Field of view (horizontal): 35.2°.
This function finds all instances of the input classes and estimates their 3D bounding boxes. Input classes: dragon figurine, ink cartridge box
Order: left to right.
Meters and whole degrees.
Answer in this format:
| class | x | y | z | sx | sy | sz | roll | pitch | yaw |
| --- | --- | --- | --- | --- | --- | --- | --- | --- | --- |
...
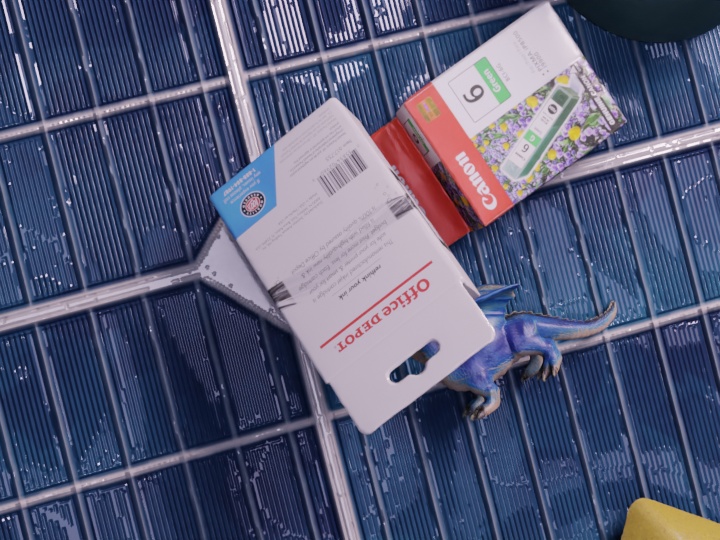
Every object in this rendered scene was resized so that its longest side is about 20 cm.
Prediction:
| class | x | y | z | sx | sy | sz | roll | pitch | yaw |
| --- | --- | --- | --- | --- | --- | --- | --- | --- | --- |
| ink cartridge box | 0.000 | 0.000 | 0.775 | 0.115 | 0.068 | 0.201 | -36 | 72 | 8 |
| ink cartridge box | 0.085 | -0.094 | 0.836 | 0.199 | 0.050 | 0.110 | -36 | 92 | -7 |
| dragon figurine | 0.096 | 0.041 | 0.828 | 0.198 | 0.059 | 0.101 | -29 | 91 | -5 |

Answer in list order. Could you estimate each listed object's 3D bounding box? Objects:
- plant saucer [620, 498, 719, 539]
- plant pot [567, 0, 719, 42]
| class | x | y | z | sx | sy | sz | roll | pitch | yaw |
| --- | --- | --- | --- | --- | --- | --- | --- | --- | --- |
| plant saucer | 0.269 | 0.292 | 0.825 | 0.197 | 0.048 | 0.203 | 19 | 79 | -11 |
| plant pot | 0.236 | -0.281 | 0.804 | 0.197 | 0.161 | 0.205 | 0 | 88 | -5 |
